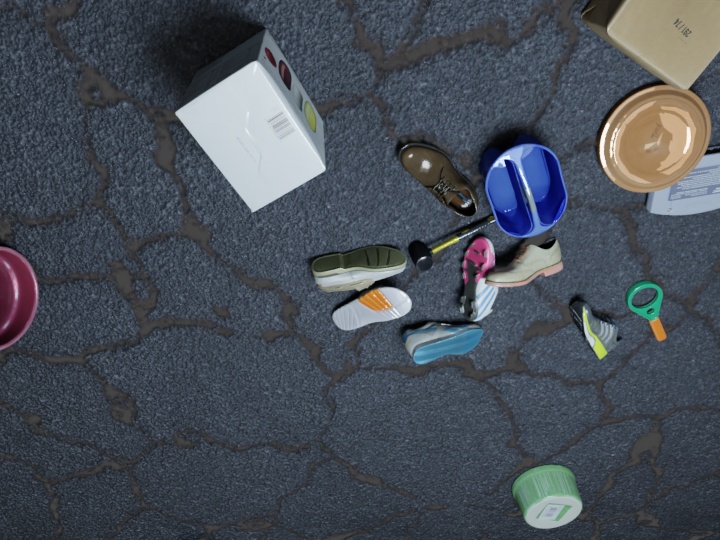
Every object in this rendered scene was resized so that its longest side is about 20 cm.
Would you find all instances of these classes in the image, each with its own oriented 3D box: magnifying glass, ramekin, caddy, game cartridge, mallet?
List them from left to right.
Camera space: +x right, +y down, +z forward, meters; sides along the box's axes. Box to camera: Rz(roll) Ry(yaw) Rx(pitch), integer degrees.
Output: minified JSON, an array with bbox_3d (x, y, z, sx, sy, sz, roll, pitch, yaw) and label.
[{"bbox_3d":[0.192,-0.070,1.151,0.199,0.066,0.041,-31,125,-1],"label":"mallet"},{"bbox_3d":[0.309,-0.157,1.049,0.140,0.105,0.201,-22,124,12],"label":"caddy"},{"bbox_3d":[0.569,0.691,1.677,0.198,0.098,0.201,-2,126,-3],"label":"ramekin"},{"bbox_3d":[0.691,0.099,1.318,0.079,0.022,0.200,-30,120,15],"label":"magnifying glass"},{"bbox_3d":[0.680,-0.178,1.110,0.198,0.041,0.134,-8,122,2],"label":"game cartridge"}]

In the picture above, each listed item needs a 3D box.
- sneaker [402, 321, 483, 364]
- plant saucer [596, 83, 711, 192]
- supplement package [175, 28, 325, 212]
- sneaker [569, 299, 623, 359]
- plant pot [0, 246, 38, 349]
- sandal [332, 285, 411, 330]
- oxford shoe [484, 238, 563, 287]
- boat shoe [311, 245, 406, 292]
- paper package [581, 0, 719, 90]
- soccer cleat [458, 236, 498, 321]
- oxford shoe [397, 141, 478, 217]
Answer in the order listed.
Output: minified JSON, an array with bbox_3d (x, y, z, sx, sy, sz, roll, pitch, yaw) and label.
[{"bbox_3d":[0.195,0.152,1.282,0.198,0.081,0.077,-8,127,-24],"label":"sneaker"},{"bbox_3d":[0.548,-0.242,1.032,0.198,0.032,0.202,2,115,3],"label":"plant saucer"},{"bbox_3d":[-0.164,-0.246,0.890,0.146,0.201,0.192,-26,124,13],"label":"supplement package"},{"bbox_3d":[0.556,0.127,1.302,0.081,0.074,0.200,-34,129,11],"label":"sneaker"},{"bbox_3d":[-0.770,0.051,1.067,0.177,0.201,0.201,2,127,13],"label":"plant pot"},{"bbox_3d":[0.024,0.073,1.225,0.206,0.059,0.080,-20,110,34],"label":"sandal"},{"bbox_3d":[0.338,-0.017,1.158,0.199,0.071,0.075,-18,108,-27],"label":"oxford shoe"},{"bbox_3d":[0.000,0.000,1.162,0.198,0.075,0.069,-5,132,8],"label":"boat shoe"},{"bbox_3d":[0.496,-0.425,0.879,0.199,0.104,0.191,23,119,-19],"label":"paper package"},{"bbox_3d":[0.265,0.015,1.202,0.086,0.070,0.202,-14,123,-32],"label":"soccer cleat"},{"bbox_3d":[0.155,-0.170,1.043,0.199,0.085,0.073,31,119,-22],"label":"oxford shoe"}]
